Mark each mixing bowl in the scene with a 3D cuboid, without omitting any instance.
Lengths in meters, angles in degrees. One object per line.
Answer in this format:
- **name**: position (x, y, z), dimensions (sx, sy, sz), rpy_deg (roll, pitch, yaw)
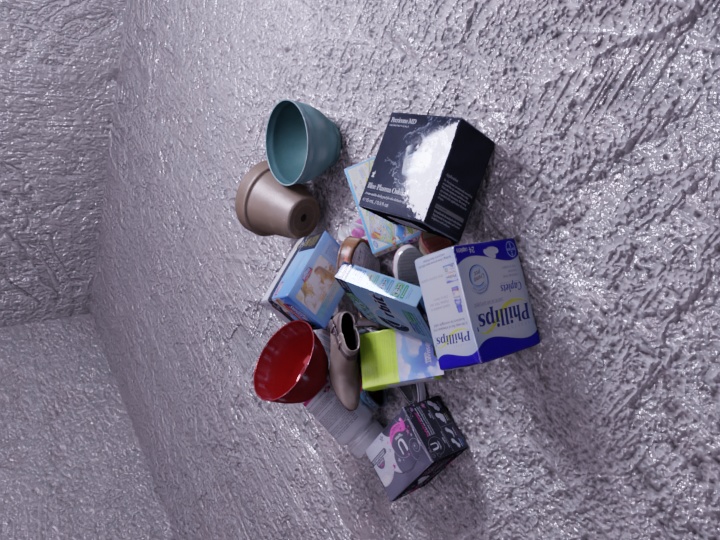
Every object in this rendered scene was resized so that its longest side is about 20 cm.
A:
- **mixing bowl**: position (-0.146, 0.231, 1.421), dimensions (0.198, 0.108, 0.203), rpy_deg (-30, 39, 28)

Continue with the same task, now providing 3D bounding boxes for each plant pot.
- **plant pot**: position (-0.198, -0.166, 1.585), dimensions (0.173, 0.198, 0.204), rpy_deg (28, 118, 36)
- **plant pot**: position (-0.131, -0.314, 1.507), dimensions (0.199, 0.132, 0.205), rpy_deg (12, 105, 51)

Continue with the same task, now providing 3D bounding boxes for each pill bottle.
- **pill bottle**: position (-0.042, 0.349, 1.483), dimensions (0.200, 0.113, 0.114), rpy_deg (45, 133, 7)

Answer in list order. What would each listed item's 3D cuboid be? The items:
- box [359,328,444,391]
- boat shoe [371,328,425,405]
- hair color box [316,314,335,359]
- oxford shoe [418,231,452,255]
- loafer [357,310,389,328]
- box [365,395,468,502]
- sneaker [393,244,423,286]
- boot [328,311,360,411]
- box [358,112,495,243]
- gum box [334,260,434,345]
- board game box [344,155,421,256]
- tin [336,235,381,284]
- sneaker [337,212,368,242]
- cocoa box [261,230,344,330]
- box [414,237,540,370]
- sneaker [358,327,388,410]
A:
- **box**: position (0.093, 0.184, 1.313), dimensions (0.197, 0.047, 0.125), rpy_deg (-15, 69, 28)
- **boat shoe**: position (0.082, 0.221, 1.380), dimensions (0.073, 0.067, 0.203), rpy_deg (-39, 66, 48)
- **hair color box**: position (-0.069, 0.228, 1.582), dimensions (0.098, 0.060, 0.204), rpy_deg (21, 113, 48)
- **oxford shoe**: position (0.180, 0.007, 1.236), dimensions (0.074, 0.070, 0.203), rpy_deg (105, 142, -68)
- **loafer**: position (0.053, 0.092, 1.390), dimensions (0.198, 0.072, 0.073), rpy_deg (-8, 90, 52)
- **box**: position (0.116, 0.389, 1.329), dimensions (0.133, 0.113, 0.201), rpy_deg (58, 136, 27)
- **sneaker**: position (0.099, 0.010, 1.262), dimensions (0.105, 0.075, 0.202), rpy_deg (47, 171, 48)
- **boot**: position (-0.029, 0.195, 1.343), dimensions (0.147, 0.069, 0.203), rpy_deg (118, 138, -62)
- **box**: position (0.123, -0.184, 1.171), dimensions (0.195, 0.116, 0.204), rpy_deg (21, 90, 48)
- **gum box**: position (0.063, 0.068, 1.231), dimensions (0.197, 0.171, 0.045), rpy_deg (18, 67, 33)
- **board game box**: position (0.058, -0.148, 1.309), dimensions (0.132, 0.034, 0.204), rpy_deg (-20, 76, 8)
- **tin**: position (0.000, 0.000, 1.353), dimensions (0.041, 0.200, 0.114), rpy_deg (11, 75, 23)
- **sneaker**: position (0.024, -0.103, 1.399), dimensions (0.198, 0.080, 0.090), rpy_deg (3, 95, 45)
- **cocoa box**: position (-0.120, 0.028, 1.479), dimensions (0.130, 0.133, 0.202), rpy_deg (-13, 42, 51)
- **box**: position (0.212, 0.057, 1.093), dimensions (0.104, 0.182, 0.204), rpy_deg (-20, 81, 49)
- **sneaker**: position (0.029, 0.230, 1.423), dimensions (0.095, 0.078, 0.204), rpy_deg (24, 133, 64)
